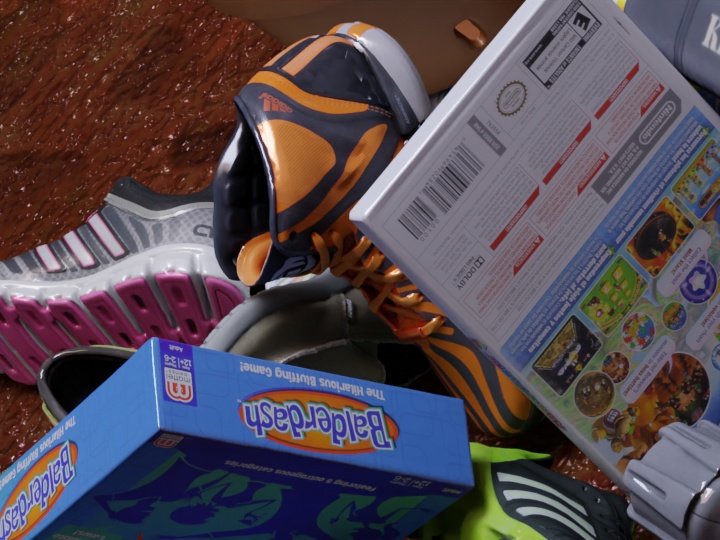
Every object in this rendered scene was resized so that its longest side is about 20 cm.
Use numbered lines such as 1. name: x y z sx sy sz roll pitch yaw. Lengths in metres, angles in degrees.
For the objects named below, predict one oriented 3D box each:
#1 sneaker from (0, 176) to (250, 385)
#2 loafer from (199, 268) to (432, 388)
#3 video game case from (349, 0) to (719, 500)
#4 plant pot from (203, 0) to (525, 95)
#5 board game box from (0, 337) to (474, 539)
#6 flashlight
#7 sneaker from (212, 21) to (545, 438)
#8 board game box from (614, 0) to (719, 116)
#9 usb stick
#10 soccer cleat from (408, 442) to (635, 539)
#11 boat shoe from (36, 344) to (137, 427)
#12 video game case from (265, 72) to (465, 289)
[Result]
1. sneaker: -0.130 0.001 1.509 0.199 0.074 0.088 -12 40 34
2. loafer: -0.023 0.046 1.319 0.200 0.070 0.075 -32 -15 -50
3. video game case: 0.107 -0.009 1.227 0.143 0.200 0.018 -50 20 -13
4. plant pot: 0.008 -0.180 1.480 0.200 0.140 0.200 -22 41 20
5. board game box: -0.070 0.102 1.238 0.200 0.152 0.045 -41 47 46
6. flashlight: 0.184 0.121 1.123 0.068 0.068 0.200 -38 46 -22
7. sneaker: 0.000 0.000 1.281 0.112 0.200 0.078 -32 4 -35
8. board game box: 0.152 -0.077 1.328 0.103 0.105 0.200 19 67 47
9. usb stick: 0.166 -0.089 1.196 0.056 0.033 0.200 -64 31 10
10. soccer cleat: 0.086 0.122 1.204 0.081 0.068 0.200 -3 24 -21
11. boat shoe: -0.082 0.084 1.396 0.201 0.061 0.072 15 64 46
12. video game case: 0.027 -0.063 1.480 0.182 0.022 0.200 -28 40 15
